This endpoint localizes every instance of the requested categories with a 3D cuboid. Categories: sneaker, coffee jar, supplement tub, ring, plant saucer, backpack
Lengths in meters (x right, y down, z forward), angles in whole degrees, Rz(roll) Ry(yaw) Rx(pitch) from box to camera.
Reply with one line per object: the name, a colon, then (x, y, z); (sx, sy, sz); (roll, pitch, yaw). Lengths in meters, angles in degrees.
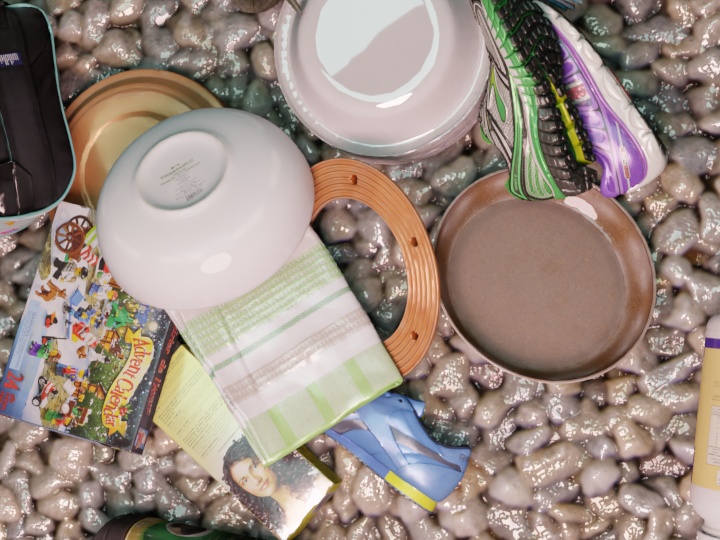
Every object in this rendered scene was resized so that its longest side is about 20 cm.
sneaker: (0.008, 0.128, 1.483); (0.200, 0.066, 0.079); (35, 91, 8)
coffee jar: (-0.142, 0.273, 1.485); (0.199, 0.104, 0.086); (9, 91, 12)
supplement tub: (0.348, 0.141, 1.374); (0.144, 0.145, 0.202); (6, 89, 11)
ring: (0.000, 0.000, 1.458); (0.200, 0.019, 0.202); (17, 114, 42)
plant saucer: (-0.201, -0.088, 1.548); (0.199, 0.032, 0.202); (0, 87, 10)
plant saucer: (0.156, 0.006, 1.439); (0.199, 0.032, 0.202); (4, 67, -9)
sneaker: (0.183, -0.152, 1.451); (0.083, 0.081, 0.201); (-35, 81, 9)
sneaker: (0.126, -0.151, 1.410); (0.085, 0.078, 0.201); (-16, 93, 35)
backpack: (-0.353, -0.123, 1.499); (0.153, 0.175, 0.201); (-33, 73, 47)

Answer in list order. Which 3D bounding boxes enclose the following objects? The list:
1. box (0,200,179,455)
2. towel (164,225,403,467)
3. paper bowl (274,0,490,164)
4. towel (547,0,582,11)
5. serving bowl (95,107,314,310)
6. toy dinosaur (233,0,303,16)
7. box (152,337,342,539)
box: (-0.233, 0.050, 1.496); (0.136, 0.038, 0.201); (14, 80, 12)
towel: (-0.074, 0.048, 1.443); (0.149, 0.031, 0.201); (-33, 78, -1)
paper bowl: (0.022, -0.199, 1.474); (0.199, 0.104, 0.202); (-1, 87, 12)
towel: (0.152, -0.342, 1.430); (0.146, 0.022, 0.201); (22, 74, -31)
serving bowl: (-0.143, -0.066, 1.440); (0.199, 0.066, 0.201); (-9, 56, 13)
toy dinosaur: (-0.093, -0.278, 1.498); (0.102, 0.077, 0.200); (-49, 60, 25)
box: (-0.115, 0.151, 1.512); (0.200, 0.050, 0.075); (40, 94, 11)
